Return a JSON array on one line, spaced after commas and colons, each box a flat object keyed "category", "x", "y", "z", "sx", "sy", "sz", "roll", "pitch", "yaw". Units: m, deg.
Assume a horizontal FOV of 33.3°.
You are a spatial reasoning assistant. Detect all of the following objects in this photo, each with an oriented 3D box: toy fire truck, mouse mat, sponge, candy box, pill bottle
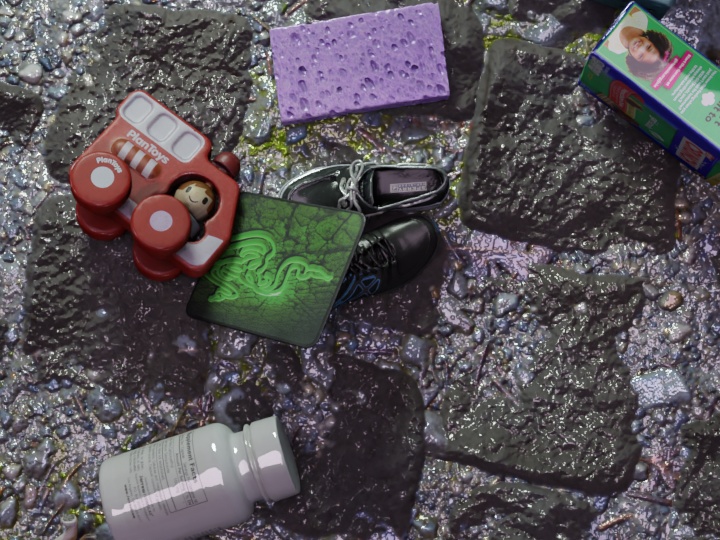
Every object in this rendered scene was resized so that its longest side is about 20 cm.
[{"category": "toy fire truck", "x": -0.224, "y": -0.095, "z": 1.362, "sx": 0.200, "sy": 0.112, "sz": 0.168, "roll": 35, "pitch": 69, "yaw": 5}, {"category": "mouse mat", "x": -0.096, "y": -0.005, "z": 1.326, "sx": 0.200, "sy": 0.008, "sz": 0.161, "roll": 11, "pitch": 73, "yaw": 38}, {"category": "sponge", "x": -0.001, "y": -0.238, "z": 1.392, "sx": 0.200, "sy": 0.030, "sz": 0.112, "roll": -9, "pitch": 85, "yaw": 2}, {"category": "candy box", "x": 0.339, "y": -0.184, "z": 1.296, "sx": 0.200, "sy": 0.169, "sz": 0.077, "roll": 38, "pitch": 92, "yaw": 6}, {"category": "pill bottle", "x": -0.173, "y": 0.231, "z": 1.318, "sx": 0.200, "sy": 0.114, "sz": 0.115, "roll": -18, "pitch": 84, "yaw": 2}]

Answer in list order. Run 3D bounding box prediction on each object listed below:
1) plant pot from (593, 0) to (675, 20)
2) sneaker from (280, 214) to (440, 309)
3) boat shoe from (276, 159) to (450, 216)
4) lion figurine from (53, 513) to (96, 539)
[{"category": "plant pot", "x": 0.327, "y": -0.391, "z": 1.336, "sx": 0.141, "sy": 0.141, "sz": 0.200, "roll": 19, "pitch": 94, "yaw": 5}, {"category": "sneaker", "x": 0.000, "y": 0.000, "z": 1.344, "sx": 0.200, "sy": 0.082, "sz": 0.073, "roll": -30, "pitch": 84, "yaw": 0}, {"category": "boat shoe", "x": 0.002, "y": -0.088, "z": 1.358, "sx": 0.199, "sy": 0.068, "sz": 0.074, "roll": -1, "pitch": 85, "yaw": 4}, {"category": "lion figurine", "x": -0.391, "y": 0.341, "z": 1.343, "sx": 0.200, "sy": 0.073, "sz": 0.123, "roll": 0, "pitch": 119, "yaw": -3}]
